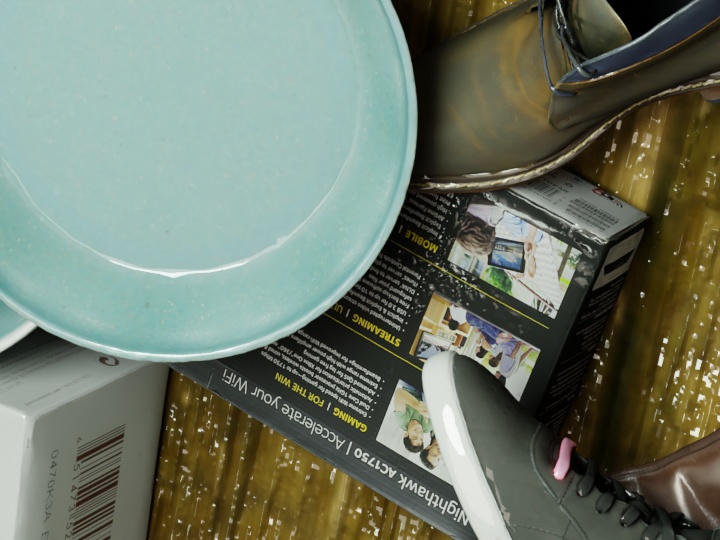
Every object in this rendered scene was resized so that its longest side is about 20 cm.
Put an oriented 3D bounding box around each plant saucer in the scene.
[{"bbox_3d":[-0.075,-0.065,0.917,0.198,0.036,0.202,2,109,7],"label":"plant saucer"}]

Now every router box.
[{"bbox_3d":[0.000,0.000,1.003,0.199,0.051,0.150,30,115,18],"label":"router box"}]

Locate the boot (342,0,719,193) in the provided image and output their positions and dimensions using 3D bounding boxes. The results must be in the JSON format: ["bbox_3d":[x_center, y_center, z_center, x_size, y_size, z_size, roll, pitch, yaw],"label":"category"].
[{"bbox_3d":[0.073,-0.089,0.894,0.199,0.097,0.075,-18,67,13],"label":"boot"}]

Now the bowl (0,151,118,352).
[{"bbox_3d":[-0.169,-0.061,1.036,0.199,0.105,0.203,1,93,21],"label":"bowl"}]

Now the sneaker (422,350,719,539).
[{"bbox_3d":[0.108,0.096,0.890,0.099,0.071,0.201,-33,95,20],"label":"sneaker"}]

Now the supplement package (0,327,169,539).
[{"bbox_3d":[-0.202,0.073,1.087,0.199,0.117,0.118,17,110,23],"label":"supplement package"}]

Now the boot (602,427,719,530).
[{"bbox_3d":[0.171,0.136,0.945,0.199,0.064,0.187,-26,105,18],"label":"boot"}]
